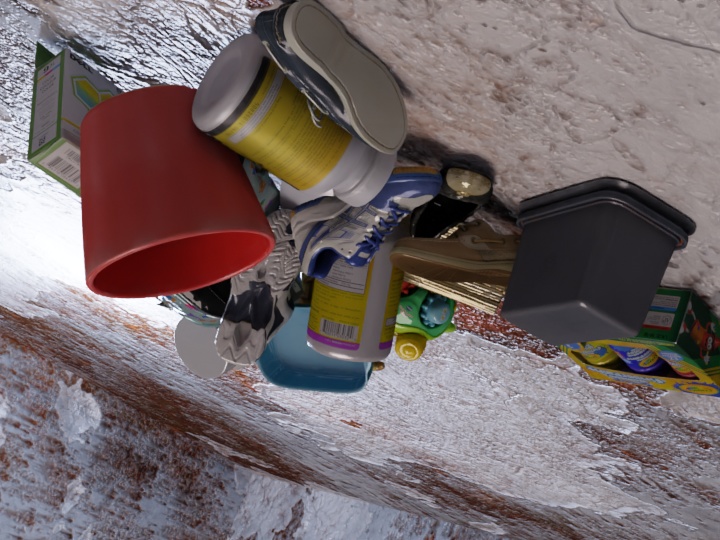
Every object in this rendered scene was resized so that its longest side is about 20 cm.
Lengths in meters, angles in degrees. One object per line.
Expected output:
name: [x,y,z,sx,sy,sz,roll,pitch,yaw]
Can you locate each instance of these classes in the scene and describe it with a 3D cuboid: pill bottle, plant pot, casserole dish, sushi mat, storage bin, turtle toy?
pill bottle: [-0.162,0.070,1.940,0.114,0.200,0.114,15,118,31]
plant pot: [-0.205,-0.085,1.443,0.200,0.177,0.200,-15,164,-4]
casserole dish: [-0.061,0.095,1.785,0.200,0.039,0.121,1,113,34]
sushi mat: [0.088,-0.022,1.665,0.200,0.096,0.012,21,-165,4]
pill bottle: [0.000,0.000,1.622,0.104,0.200,0.104,9,-168,-2]
pill bottle: [-0.064,-0.147,1.412,0.200,0.112,0.112,31,161,-27]
storage bin: [0.245,0.005,1.469,0.146,0.134,0.200,28,163,-21]
turtle toy: [0.050,0.009,1.743,0.200,0.146,0.101,40,123,-11]

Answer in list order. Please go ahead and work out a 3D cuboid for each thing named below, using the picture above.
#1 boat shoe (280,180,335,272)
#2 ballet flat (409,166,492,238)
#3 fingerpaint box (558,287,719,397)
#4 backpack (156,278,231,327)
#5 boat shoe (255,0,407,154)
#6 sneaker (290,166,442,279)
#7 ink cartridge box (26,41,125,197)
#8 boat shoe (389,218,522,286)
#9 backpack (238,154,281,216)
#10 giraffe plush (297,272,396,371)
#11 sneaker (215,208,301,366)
boat shoe: [-0.052,-0.081,1.683,0.072,0.068,0.200,25,143,15]
ballet flat: [0.102,-0.070,1.542,0.066,0.057,0.200,22,163,-4]
fingerpaint box: [0.341,0.083,1.693,0.200,0.073,0.167,7,158,41]
backpack: [-0.206,-0.024,1.809,0.200,0.178,0.151,36,159,-4]
boat shoe: [-0.027,-0.182,1.327,0.062,0.075,0.200,3,154,42]
sneaker: [0.012,-0.050,1.510,0.200,0.088,0.075,-23,156,37]
ink cartridge box: [-0.317,-0.181,1.568,0.059,0.200,0.104,-30,135,24]
boat shoe: [0.126,-0.023,1.560,0.200,0.065,0.071,7,166,-23]
backpack: [-0.180,-0.094,1.627,0.127,0.167,0.200,51,-176,14]
giraffe plush: [-0.028,0.028,1.849,0.172,0.200,0.162,5,133,26]
sneaker: [-0.116,0.015,1.705,0.079,0.199,0.130,15,-173,1]
